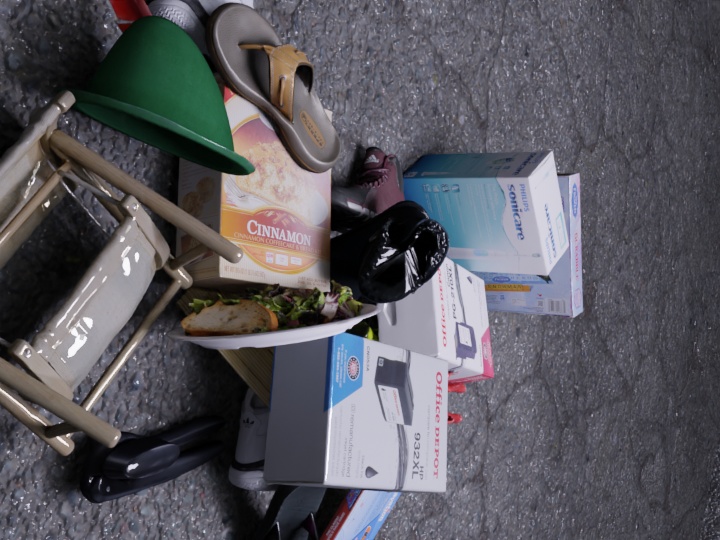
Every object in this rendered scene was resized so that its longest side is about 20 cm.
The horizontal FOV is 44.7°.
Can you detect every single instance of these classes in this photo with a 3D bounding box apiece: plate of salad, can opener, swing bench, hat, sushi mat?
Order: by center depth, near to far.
[{"bbox_3d":[-0.238,0.006,0.695,0.200,0.130,0.199,43,57,-18],"label":"swing bench"},{"bbox_3d":[-0.154,-0.198,0.742,0.199,0.165,0.177,22,85,-28],"label":"hat"},{"bbox_3d":[-0.081,0.037,0.815,0.200,0.199,0.048,-11,95,-53],"label":"plate of salad"},{"bbox_3d":[-0.191,0.181,0.844,0.200,0.078,0.064,4,98,-67],"label":"can opener"},{"bbox_3d":[-0.100,0.080,0.917,0.200,0.012,0.096,50,50,-5],"label":"sushi mat"}]

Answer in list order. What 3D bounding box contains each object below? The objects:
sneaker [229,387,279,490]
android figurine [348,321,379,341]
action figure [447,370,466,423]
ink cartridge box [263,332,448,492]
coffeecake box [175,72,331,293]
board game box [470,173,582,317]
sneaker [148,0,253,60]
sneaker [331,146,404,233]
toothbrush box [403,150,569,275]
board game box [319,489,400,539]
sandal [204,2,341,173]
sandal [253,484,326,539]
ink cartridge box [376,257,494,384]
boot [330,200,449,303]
[{"bbox_3d":[-0.064,0.176,0.990,0.199,0.075,0.116,2,92,-53],"label":"sneaker"},{"bbox_3d":[0.037,0.161,1.148,0.200,0.041,0.183,55,35,-38],"label":"android figurine"},{"bbox_3d":[0.102,0.163,1.119,0.200,0.099,0.066,20,74,-55],"label":"action figure"},{"bbox_3d":[0.003,0.150,0.897,0.200,0.083,0.146,20,67,-48],"label":"ink cartridge box"},{"bbox_3d":[-0.105,-0.080,0.893,0.153,0.073,0.201,10,76,-48],"label":"coffeecake box"},{"bbox_3d":[0.221,-0.040,1.274,0.041,0.199,0.201,-19,109,-53],"label":"board game box"},{"bbox_3d":[-0.120,-0.254,0.886,0.200,0.075,0.116,27,74,-48],"label":"sneaker"},{"bbox_3d":[-0.001,-0.105,1.080,0.200,0.075,0.116,23,68,-62],"label":"sneaker"},{"bbox_3d":[0.169,-0.080,1.197,0.085,0.199,0.147,-44,126,-42],"label":"toothbrush box"},{"bbox_3d":[-0.008,0.315,1.073,0.201,0.019,0.103,-58,147,-2],"label":"board game box"},{"bbox_3d":[-0.071,-0.176,0.848,0.200,0.054,0.082,54,51,-30],"label":"sandal"},{"bbox_3d":[-0.075,0.289,0.950,0.075,0.048,0.201,-18,143,-30],"label":"sandal"},{"bbox_3d":[0.102,0.067,1.173,0.200,0.084,0.146,25,57,-58],"label":"ink cartridge box"},{"bbox_3d":[0.000,0.000,0.942,0.077,0.200,0.168,54,6,-10],"label":"boot"}]
